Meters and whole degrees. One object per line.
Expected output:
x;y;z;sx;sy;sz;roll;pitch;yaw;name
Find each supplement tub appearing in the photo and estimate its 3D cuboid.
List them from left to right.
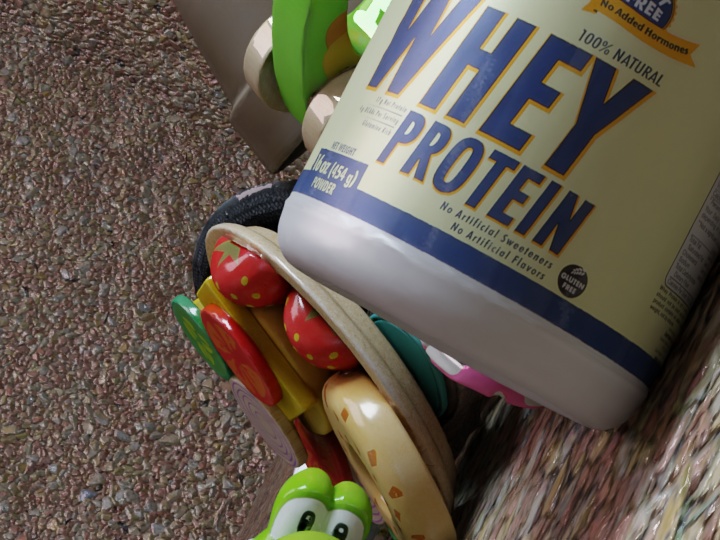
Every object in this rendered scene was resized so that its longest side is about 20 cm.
0.074;-0.062;0.623;0.202;0.144;0.145;-62;2;-2;supplement tub

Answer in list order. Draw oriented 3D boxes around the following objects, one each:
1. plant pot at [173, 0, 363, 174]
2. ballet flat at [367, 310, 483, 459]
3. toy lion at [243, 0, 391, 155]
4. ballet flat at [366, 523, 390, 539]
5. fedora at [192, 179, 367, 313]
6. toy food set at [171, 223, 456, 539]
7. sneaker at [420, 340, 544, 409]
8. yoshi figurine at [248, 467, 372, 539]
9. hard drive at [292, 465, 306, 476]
-0.033;-0.181;0.935;0.200;0.174;0.200;-44;0;0;plant pot
0.041;0.044;0.900;0.067;0.068;0.200;-41;-16;-17;ballet flat
0.059;-0.148;0.705;0.198;0.069;0.193;-19;-42;-28;toy lion
0.002;0.127;1.092;0.201;0.075;0.064;-59;-18;-3;ballet flat
0.000;0.000;1.012;0.201;0.199;0.092;120;172;-49;fedora
-0.021;0.063;0.902;0.049;0.201;0.198;-38;-2;-16;toy food set
0.082;-0.015;0.801;0.200;0.073;0.088;-56;-10;-58;sneaker
-0.048;0.193;0.819;0.112;0.112;0.202;29;102;44;yoshi figurine
0.003;0.074;1.201;0.132;0.025;0.202;63;-141;-64;hard drive
